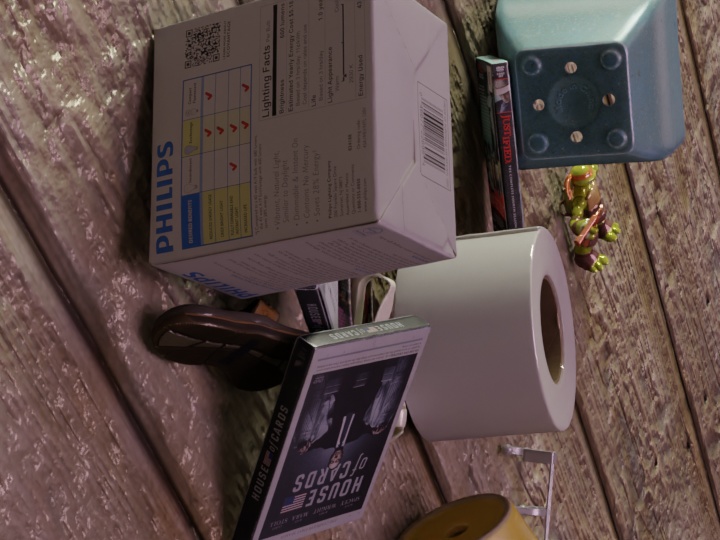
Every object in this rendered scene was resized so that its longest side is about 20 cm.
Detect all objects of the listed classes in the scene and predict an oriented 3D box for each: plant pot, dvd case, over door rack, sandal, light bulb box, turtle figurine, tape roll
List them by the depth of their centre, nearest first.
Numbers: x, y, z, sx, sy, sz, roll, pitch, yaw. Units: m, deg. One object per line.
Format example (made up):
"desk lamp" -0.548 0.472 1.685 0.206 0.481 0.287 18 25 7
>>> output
"light bulb box" -0.045 -0.097 1.312 0.125 0.199 0.199 25 60 -56
"sandal" -0.101 0.051 1.406 0.200 0.082 0.055 20 45 -52
"dvd case" -0.025 0.137 1.461 0.150 0.025 0.201 -9 124 -49
"dvd case" -0.037 -0.049 1.463 0.150 0.025 0.201 76 13 -67
"tape roll" 0.126 0.065 1.710 0.203 0.138 0.204 -7 90 -72
"plant pot" 0.128 0.336 1.732 0.201 0.200 0.190 -42 112 -54
"dvd case" 0.148 -0.123 1.824 0.146 0.022 0.201 -104 -174 -81
"plant pot" 0.236 -0.200 1.839 0.200 0.195 0.197 -52 137 -68
"over door rack" 0.183 0.270 1.929 0.200 0.066 0.149 38 56 -82
"turtle figurine" 0.273 -0.073 2.103 0.162 0.064 0.201 71 25 -48

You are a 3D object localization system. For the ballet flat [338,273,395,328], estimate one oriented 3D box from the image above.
"ballet flat" 0.000 0.000 1.576 0.069 0.071 0.201 2 90 -61

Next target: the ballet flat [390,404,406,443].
"ballet flat" 0.008 0.140 1.609 0.200 0.063 0.069 -1 93 -63
